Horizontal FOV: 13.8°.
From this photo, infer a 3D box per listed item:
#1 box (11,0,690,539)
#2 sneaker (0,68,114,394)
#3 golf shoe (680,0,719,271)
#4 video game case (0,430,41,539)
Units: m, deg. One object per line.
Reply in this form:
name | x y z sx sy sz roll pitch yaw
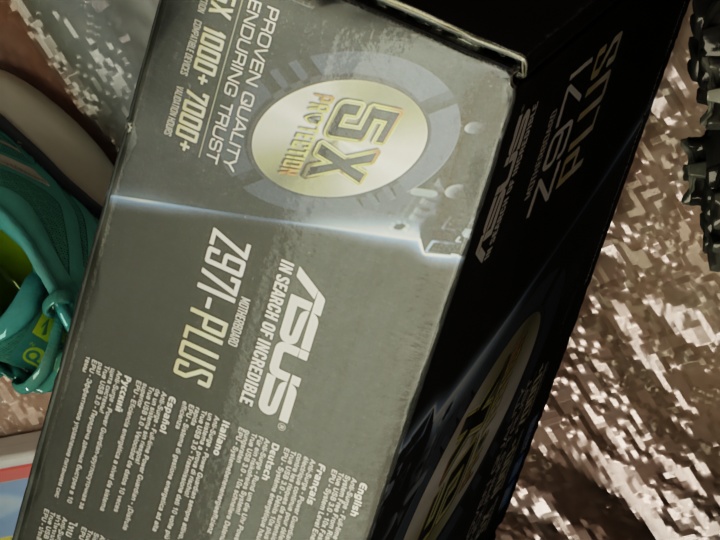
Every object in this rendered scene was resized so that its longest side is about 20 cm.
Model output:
box | 0.000 0.000 0.734 0.086 0.164 0.200 24 115 13
sneaker | -0.078 0.020 0.884 0.200 0.080 0.078 35 119 6
golf shoe | 0.128 -0.090 0.694 0.094 0.078 0.200 2 120 2
video game case | -0.053 0.138 1.005 0.143 0.017 0.200 -12 114 39
